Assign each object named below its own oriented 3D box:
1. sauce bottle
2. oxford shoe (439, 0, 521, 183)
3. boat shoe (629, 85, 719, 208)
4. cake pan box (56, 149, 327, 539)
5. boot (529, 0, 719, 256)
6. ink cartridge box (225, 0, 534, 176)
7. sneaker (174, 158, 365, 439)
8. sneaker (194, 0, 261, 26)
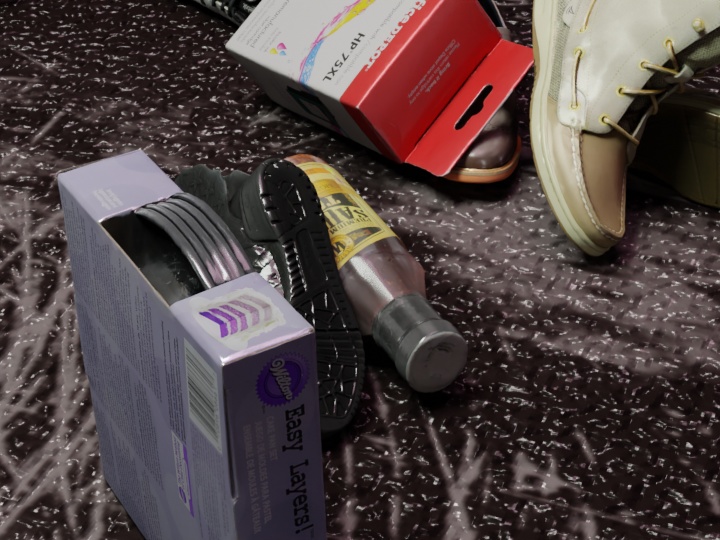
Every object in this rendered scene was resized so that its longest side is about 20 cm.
[{"bbox_3d":[0.000,0.000,1.036,0.065,0.067,0.200,-16,35,-23],"label":"sauce bottle"},{"bbox_3d":[0.076,-0.129,1.222,0.070,0.074,0.201,1,34,0],"label":"oxford shoe"},{"bbox_3d":[0.215,-0.095,1.179,0.199,0.074,0.063,15,40,33],"label":"boat shoe"},{"bbox_3d":[-0.079,0.064,0.818,0.052,0.202,0.184,-20,36,-25],"label":"cake pan box"},{"bbox_3d":[0.187,-0.119,1.100,0.154,0.072,0.202,-17,61,33],"label":"boot"},{"bbox_3d":[0.013,-0.151,1.199,0.199,0.067,0.117,29,77,46],"label":"ink cartridge box"},{"bbox_3d":[-0.060,0.016,1.012,0.060,0.104,0.202,7,61,-38],"label":"sneaker"},{"bbox_3d":[-0.091,-0.227,1.369,0.198,0.074,0.080,16,38,22],"label":"sneaker"}]
